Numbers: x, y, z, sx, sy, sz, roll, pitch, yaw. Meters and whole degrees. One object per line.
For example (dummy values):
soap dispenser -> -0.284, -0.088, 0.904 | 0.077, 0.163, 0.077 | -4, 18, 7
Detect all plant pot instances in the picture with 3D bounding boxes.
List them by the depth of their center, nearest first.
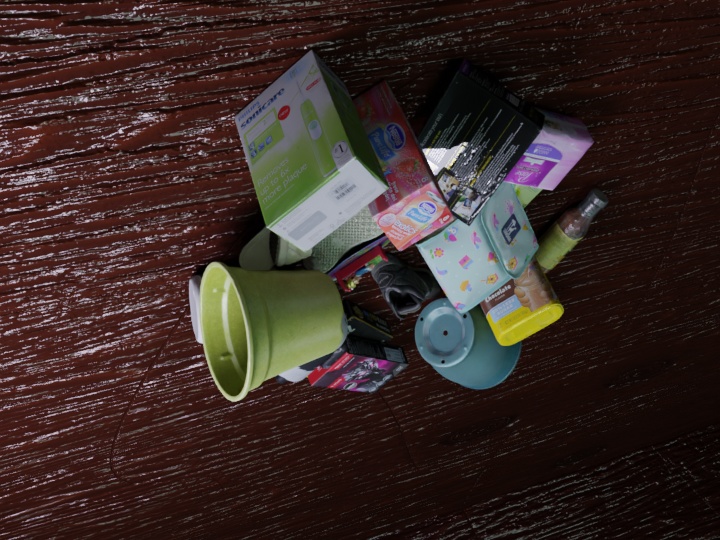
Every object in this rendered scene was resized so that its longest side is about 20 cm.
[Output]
plant pot -> -0.130, 0.077, 1.058 | 0.180, 0.203, 0.202 | -10, 146, -32
plant pot -> 0.209, 0.135, 1.414 | 0.198, 0.204, 0.186 | -36, 152, 21

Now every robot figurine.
robot figurine -> -0.112, 0.130, 1.320 | 0.199, 0.127, 0.149 | -42, 159, 27

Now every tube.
tube -> 0.257, -0.105, 1.278 | 0.201, 0.052, 0.058 | -49, 173, 27

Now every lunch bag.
lunch bag -> 0.208, -0.054, 1.216 | 0.197, 0.123, 0.172 | -32, 116, 7

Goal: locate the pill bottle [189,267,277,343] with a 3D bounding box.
pill bottle -> -0.189, 0.054, 1.179 | 0.194, 0.115, 0.114 | -7, 144, -20

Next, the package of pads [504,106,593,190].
package of pads -> 0.274, -0.202, 1.127 | 0.195, 0.077, 0.122 | 3, 137, -33

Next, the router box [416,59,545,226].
router box -> 0.161, -0.186, 1.036 | 0.147, 0.051, 0.202 | 33, 130, -2

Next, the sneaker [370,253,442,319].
sneaker -> 0.103, 0.047, 1.338 | 0.076, 0.117, 0.197 | -36, 146, 25

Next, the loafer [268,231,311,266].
loafer -> -0.092, -0.103, 1.026 | 0.066, 0.076, 0.205 | -1, 122, -27

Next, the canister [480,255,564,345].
canister -> 0.288, 0.024, 1.329 | 0.146, 0.204, 0.086 | -30, 146, 14

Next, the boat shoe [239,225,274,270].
boat shoe -> -0.110, -0.069, 1.104 | 0.200, 0.060, 0.073 | -37, 99, 10

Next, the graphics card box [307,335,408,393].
graphics card box -> -0.005, 0.202, 1.457 | 0.197, 0.052, 0.125 | 16, 131, -45

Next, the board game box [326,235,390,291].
board game box -> 0.000, 0.000, 1.196 | 0.156, 0.040, 0.199 | -28, 174, -39

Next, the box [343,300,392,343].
box -> -0.052, 0.156, 1.455 | 0.198, 0.050, 0.159 | -36, 142, 19

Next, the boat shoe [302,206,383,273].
boat shoe -> -0.015, -0.072, 1.118 | 0.199, 0.063, 0.075 | -39, 106, 18

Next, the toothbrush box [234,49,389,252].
toothbrush box -> -0.067, -0.154, 0.885 | 0.144, 0.204, 0.086 | -33, 144, 19

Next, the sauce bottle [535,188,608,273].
sauce bottle -> 0.418, -0.079, 1.385 | 0.064, 0.067, 0.201 | 4, 140, -33

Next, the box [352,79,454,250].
box -> 0.044, -0.147, 0.958 | 0.093, 0.204, 0.103 | -28, 146, 11
